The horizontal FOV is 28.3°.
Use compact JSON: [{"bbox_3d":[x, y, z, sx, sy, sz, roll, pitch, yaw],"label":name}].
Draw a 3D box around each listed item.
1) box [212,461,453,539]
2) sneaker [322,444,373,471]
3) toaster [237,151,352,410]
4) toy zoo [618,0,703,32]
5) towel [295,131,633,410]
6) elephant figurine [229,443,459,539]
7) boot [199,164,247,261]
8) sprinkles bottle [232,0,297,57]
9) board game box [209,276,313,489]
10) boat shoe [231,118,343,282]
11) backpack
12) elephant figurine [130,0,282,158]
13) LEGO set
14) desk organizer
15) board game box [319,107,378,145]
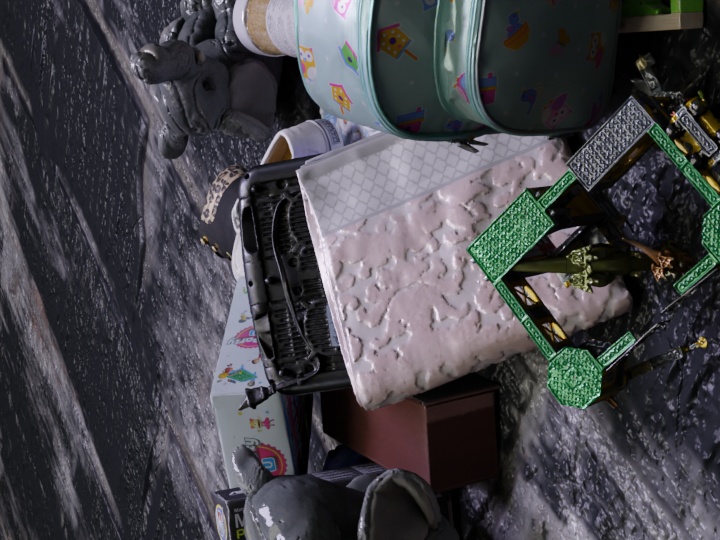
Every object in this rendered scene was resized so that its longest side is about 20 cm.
[{"bbox_3d":[-0.016,0.249,1.194,0.044,0.198,0.162,-176,78,-69],"label":"box"},{"bbox_3d":[-0.008,0.216,1.325,0.200,0.078,0.090,106,-172,-62],"label":"sneaker"},{"bbox_3d":[0.000,0.000,1.110,0.119,0.198,0.183,-3,-96,-77],"label":"toaster"},{"bbox_3d":[0.165,-0.252,0.904,0.131,0.020,0.202,12,108,62],"label":"toy zoo"},{"bbox_3d":[0.065,-0.023,0.997,0.032,0.199,0.192,44,-154,-68],"label":"towel"},{"bbox_3d":[0.015,0.214,1.117,0.142,0.198,0.156,-130,33,-53],"label":"elephant figurine"},{"bbox_3d":[-0.111,-0.001,1.460,0.150,0.073,0.202,38,126,53],"label":"boot"},{"bbox_3d":[-0.041,-0.213,1.214,0.200,0.068,0.069,21,115,60],"label":"sprinkles bottle"},{"bbox_3d":[-0.084,0.115,1.283,0.200,0.064,0.149,-85,-11,-61],"label":"board game box"},{"bbox_3d":[-0.086,-0.056,1.307,0.071,0.069,0.200,57,135,24],"label":"boat shoe"},{"bbox_3d":[0.063,-0.164,0.884,0.153,0.199,0.177,35,127,51],"label":"backpack"},{"bbox_3d":[-0.148,-0.168,1.340,0.142,0.155,0.201,-45,19,39],"label":"elephant figurine"},{"bbox_3d":[0.172,-0.018,0.871,0.154,0.116,0.201,46,118,21],"label":"LEGO set"},{"bbox_3d":[0.036,0.118,1.204,0.200,0.071,0.078,19,116,61],"label":"desk organizer"},{"bbox_3d":[0.000,-0.158,1.252,0.200,0.026,0.202,-14,85,64],"label":"board game box"}]
